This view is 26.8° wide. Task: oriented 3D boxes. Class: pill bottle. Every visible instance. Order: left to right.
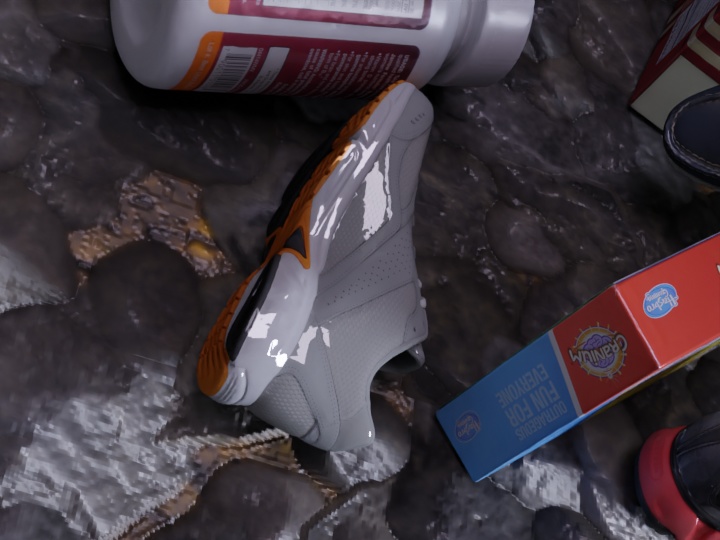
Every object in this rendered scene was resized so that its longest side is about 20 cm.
[{"bbox_3d":[-0.018,-0.143,0.767,0.198,0.110,0.110,-1,62,-29],"label":"pill bottle"}]

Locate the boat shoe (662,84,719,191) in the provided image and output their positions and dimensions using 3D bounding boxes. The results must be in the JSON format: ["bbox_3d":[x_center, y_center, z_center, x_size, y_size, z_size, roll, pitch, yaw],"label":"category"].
[{"bbox_3d":[0.248,-0.065,0.786,0.062,0.198,0.076,1,101,-60],"label":"boat shoe"}]

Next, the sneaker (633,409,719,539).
[{"bbox_3d":[0.240,0.121,0.757,0.199,0.098,0.071,24,51,-15],"label":"sneaker"}]

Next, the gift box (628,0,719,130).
[{"bbox_3d":[0.298,-0.134,0.884,0.186,0.200,0.185,36,56,-6],"label":"gift box"}]

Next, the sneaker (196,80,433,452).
[{"bbox_3d":[0.000,0.000,0.723,0.092,0.076,0.201,36,58,-14],"label":"sneaker"}]

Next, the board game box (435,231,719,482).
[{"bbox_3d":[0.151,0.024,0.731,0.199,0.153,0.041,-22,77,-36],"label":"board game box"}]
